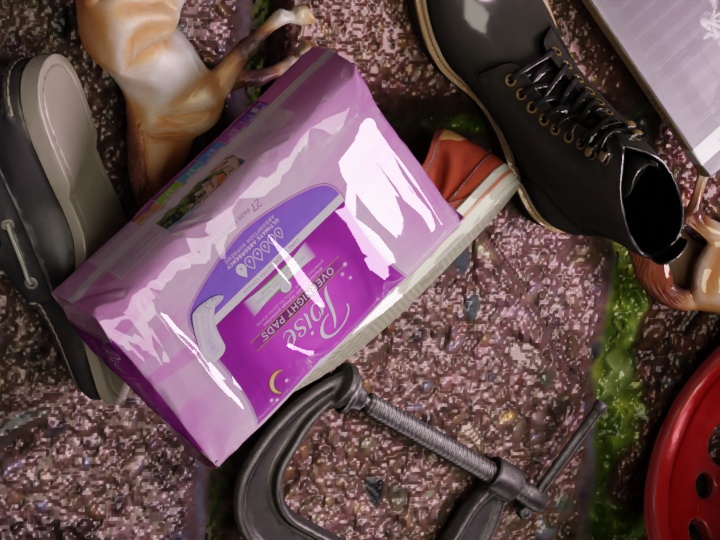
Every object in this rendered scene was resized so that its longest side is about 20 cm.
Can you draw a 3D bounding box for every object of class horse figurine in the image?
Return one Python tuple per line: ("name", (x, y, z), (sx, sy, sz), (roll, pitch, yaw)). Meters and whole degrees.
("horse figurine", (-0.095, -0.123, 1.516), (0.132, 0.050, 0.200), (-37, 135, -9))
("horse figurine", (0.234, -0.025, 1.724), (0.199, 0.050, 0.133), (-19, 105, -23))

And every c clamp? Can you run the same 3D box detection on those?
("c clamp", (0.026, 0.116, 1.677), (0.199, 0.027, 0.172), (24, 98, -31))

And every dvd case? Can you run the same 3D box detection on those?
("dvd case", (0.196, -0.177, 1.663), (0.149, 0.016, 0.200), (-41, 107, -15))

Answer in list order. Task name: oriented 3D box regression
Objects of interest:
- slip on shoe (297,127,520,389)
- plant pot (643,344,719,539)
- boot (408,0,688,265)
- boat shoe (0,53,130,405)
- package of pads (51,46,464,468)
("slip on shoe", (0.000, 0.000, 1.616), (0.200, 0.074, 0.061), (-45, 83, -2))
("plant pot", (0.298, 0.141, 1.718), (0.182, 0.200, 0.201), (30, 90, -35))
("boot", (0.110, -0.100, 1.593), (0.077, 0.138, 0.201), (-38, 115, -11))
("boat shoe", (-0.165, -0.020, 1.540), (0.062, 0.073, 0.201), (-3, 117, 20))
("package of pads", (-0.050, -0.007, 1.517), (0.200, 0.076, 0.121), (-45, 118, -13))
